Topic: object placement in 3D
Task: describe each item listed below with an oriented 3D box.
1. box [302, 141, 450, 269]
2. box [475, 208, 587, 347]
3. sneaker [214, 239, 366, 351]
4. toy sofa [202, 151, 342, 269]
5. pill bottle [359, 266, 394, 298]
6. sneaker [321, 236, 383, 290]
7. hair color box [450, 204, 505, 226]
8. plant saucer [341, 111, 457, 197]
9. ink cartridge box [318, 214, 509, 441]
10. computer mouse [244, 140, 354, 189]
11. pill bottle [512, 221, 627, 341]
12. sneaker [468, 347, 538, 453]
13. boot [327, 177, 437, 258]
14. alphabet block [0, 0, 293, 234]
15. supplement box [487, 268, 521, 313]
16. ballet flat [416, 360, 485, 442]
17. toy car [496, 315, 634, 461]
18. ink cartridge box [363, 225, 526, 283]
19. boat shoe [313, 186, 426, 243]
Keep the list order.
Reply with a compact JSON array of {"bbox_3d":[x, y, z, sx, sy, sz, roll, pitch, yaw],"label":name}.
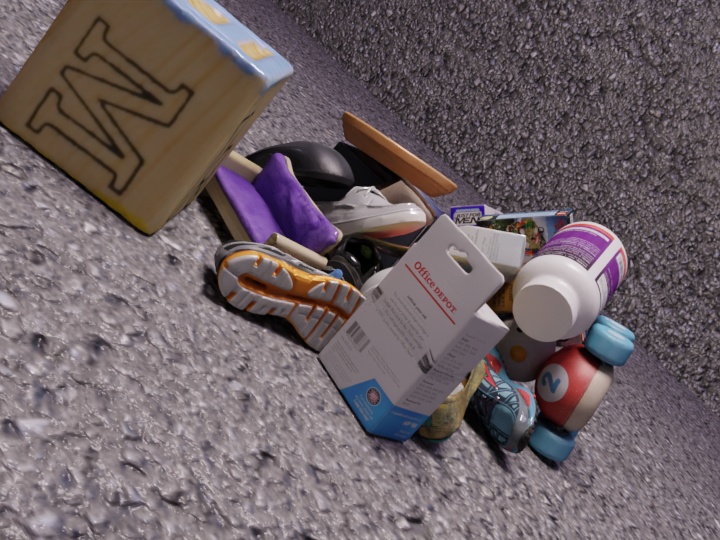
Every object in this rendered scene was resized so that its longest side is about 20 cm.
[{"bbox_3d":[0.038,-0.087,1.430,0.200,0.123,0.198,45,16,18],"label":"box"},{"bbox_3d":[0.253,0.014,1.326,0.038,0.136,0.200,-35,118,-58],"label":"box"},{"bbox_3d":[-0.067,0.021,0.937,0.200,0.078,0.077,32,7,-35],"label":"sneaker"},{"bbox_3d":[-0.111,-0.069,1.041,0.083,0.098,0.200,27,20,-43],"label":"toy sofa"},{"bbox_3d":[0.056,0.048,1.086,0.113,0.113,0.200,43,15,9],"label":"pill bottle"},{"bbox_3d":[0.000,0.000,1.146,0.071,0.083,0.200,42,13,7],"label":"sneaker"},{"bbox_3d":[0.186,0.004,1.414,0.065,0.200,0.109,0,-5,26],"label":"hair color box"},{"bbox_3d":[0.051,-0.166,1.333,0.200,0.037,0.200,33,6,-4],"label":"plant saucer"},{"bbox_3d":[0.063,0.058,0.897,0.067,0.200,0.116,26,20,-47],"label":"ink cartridge box"},{"bbox_3d":[-0.098,-0.144,1.182,0.200,0.053,0.138,7,-4,25],"label":"computer mouse"},{"bbox_3d":[0.268,0.016,1.170,0.112,0.113,0.200,43,37,9],"label":"pill bottle"},{"bbox_3d":[0.143,0.154,1.117,0.095,0.079,0.200,14,20,-24],"label":"sneaker"},{"bbox_3d":[0.014,-0.066,1.244,0.070,0.146,0.200,58,-3,-18],"label":"boot"},{"bbox_3d":[-0.212,-0.187,0.930,0.196,0.200,0.195,39,14,-6],"label":"alphabet block"},{"bbox_3d":[0.166,0.028,1.305,0.200,0.067,0.069,1,0,28],"label":"supplement box"},{"bbox_3d":[0.100,0.115,1.010,0.071,0.071,0.200,40,27,-2],"label":"ballet flat"},{"bbox_3d":[0.244,0.124,1.245,0.200,0.185,0.177,30,13,13],"label":"toy car"},{"bbox_3d":[0.111,-0.032,1.183,0.200,0.047,0.160,13,-5,8],"label":"ink cartridge box"},{"bbox_3d":[-0.002,-0.076,1.169,0.072,0.069,0.200,5,-8,-44],"label":"boat shoe"}]
